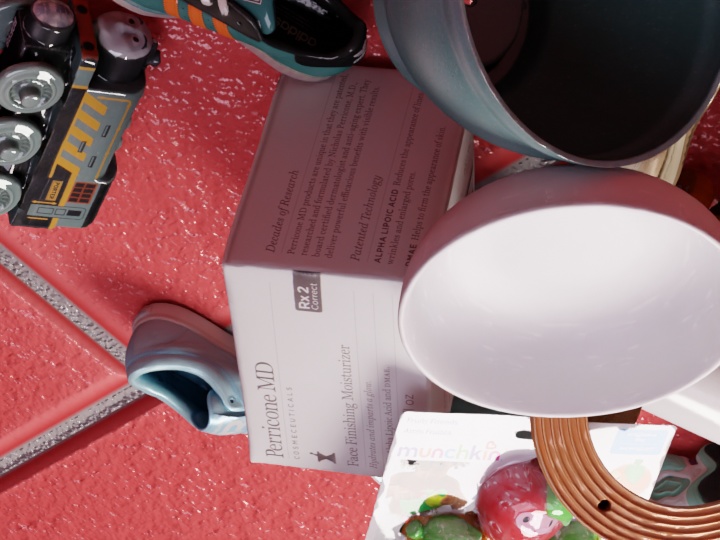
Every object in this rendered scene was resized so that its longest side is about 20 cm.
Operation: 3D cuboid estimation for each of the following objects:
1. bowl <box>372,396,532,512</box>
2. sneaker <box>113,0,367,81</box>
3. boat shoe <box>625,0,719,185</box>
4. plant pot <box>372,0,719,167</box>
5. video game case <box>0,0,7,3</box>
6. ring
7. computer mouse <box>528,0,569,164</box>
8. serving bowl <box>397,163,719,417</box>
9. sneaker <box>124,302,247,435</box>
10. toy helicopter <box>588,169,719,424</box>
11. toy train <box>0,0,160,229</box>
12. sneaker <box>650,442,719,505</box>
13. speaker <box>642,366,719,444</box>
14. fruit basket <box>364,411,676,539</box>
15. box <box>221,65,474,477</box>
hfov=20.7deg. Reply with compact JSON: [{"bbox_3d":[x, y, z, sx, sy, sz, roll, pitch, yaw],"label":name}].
[{"bbox_3d":[0.099,0.122,1.438,0.201,0.105,0.201,25,156,12],"label":"bowl"},{"bbox_3d":[-0.084,-0.182,1.227,0.200,0.072,0.080,23,170,-17],"label":"sneaker"},{"bbox_3d":[0.172,-0.096,1.204,0.065,0.072,0.200,19,129,-4],"label":"boat shoe"},{"bbox_3d":[0.091,-0.156,1.091,0.200,0.200,0.134,46,156,-27],"label":"plant pot"},{"bbox_3d":[-0.239,-0.242,1.266,0.143,0.017,0.200,33,133,-16],"label":"video game case"},{"bbox_3d":[0.204,0.083,1.223,0.200,0.019,0.201,-1,102,-5],"label":"ring"},{"bbox_3d":[0.182,-0.135,1.244,0.140,0.046,0.200,-18,130,9],"label":"computer mouse"},{"bbox_3d":[0.120,0.003,1.128,0.200,0.066,0.200,0,141,0],"label":"serving bowl"},{"bbox_3d":[-0.093,0.104,1.513,0.200,0.082,0.074,24,135,-9],"label":"sneaker"},{"bbox_3d":[0.211,0.034,1.282,0.079,0.132,0.200,34,91,-18],"label":"toy helicopter"},{"bbox_3d":[-0.211,-0.105,1.339,0.114,0.085,0.200,4,139,-27],"label":"toy train"},{"bbox_3d":[0.269,0.203,1.524,0.200,0.078,0.140,-4,134,31],"label":"sneaker"},{"bbox_3d":[0.189,0.050,1.387,0.200,0.081,0.081,24,134,-9],"label":"speaker"},{"bbox_3d":[0.095,0.175,1.282,0.185,0.094,0.200,5,132,-14],"label":"fruit basket"},{"bbox_3d":[0.000,0.000,1.303,0.130,0.200,0.199,6,137,10],"label":"box"}]
